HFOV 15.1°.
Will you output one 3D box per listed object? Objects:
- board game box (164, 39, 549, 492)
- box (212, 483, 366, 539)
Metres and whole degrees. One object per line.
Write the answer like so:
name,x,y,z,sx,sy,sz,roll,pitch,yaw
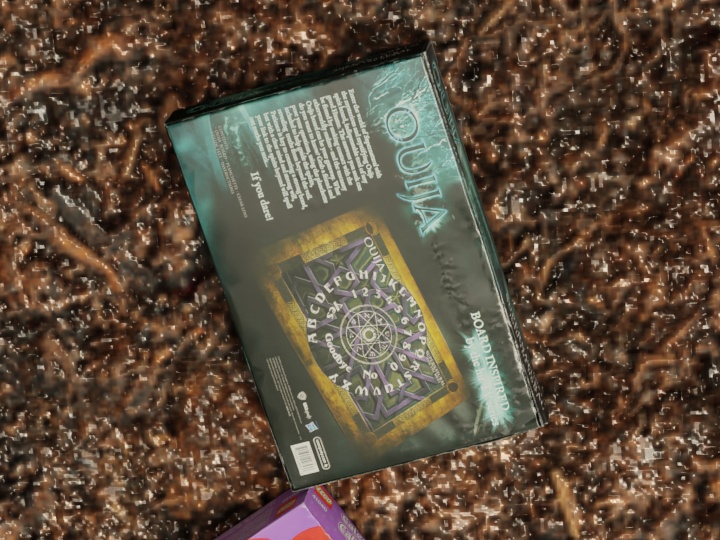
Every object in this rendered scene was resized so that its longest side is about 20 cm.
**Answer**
board game box,0.000,0.000,1.329,0.135,0.028,0.200,-14,106,13
box,-0.062,0.214,1.409,0.200,0.039,0.137,-34,102,18
